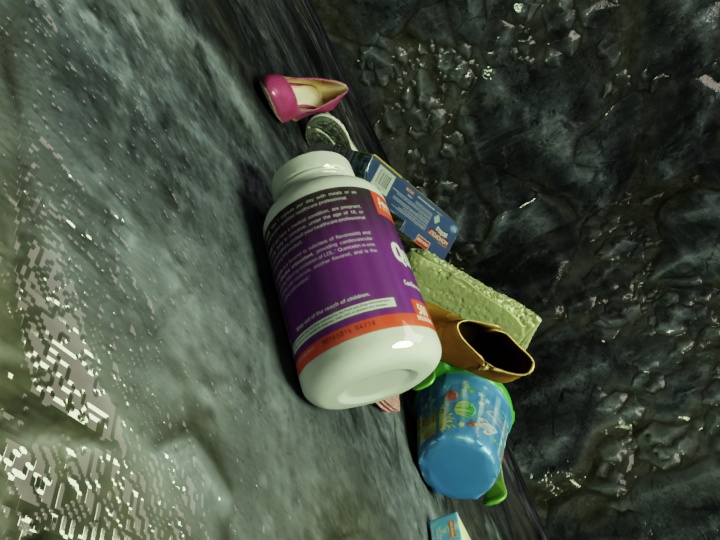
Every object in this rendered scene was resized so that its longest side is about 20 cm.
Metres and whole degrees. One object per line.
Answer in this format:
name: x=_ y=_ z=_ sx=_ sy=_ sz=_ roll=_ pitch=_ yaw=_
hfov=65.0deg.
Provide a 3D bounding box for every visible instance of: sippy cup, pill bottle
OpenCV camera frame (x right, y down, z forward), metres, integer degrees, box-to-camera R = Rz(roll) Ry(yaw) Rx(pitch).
sippy cup: x=0.127 y=0.212 z=0.722 sx=0.177 sy=0.141 sz=0.130 roll=26 pitch=24 yaw=3
pill bottle: x=-0.015 y=0.002 z=0.467 sx=0.112 sy=0.112 sz=0.201 roll=47 pitch=22 yaw=-61

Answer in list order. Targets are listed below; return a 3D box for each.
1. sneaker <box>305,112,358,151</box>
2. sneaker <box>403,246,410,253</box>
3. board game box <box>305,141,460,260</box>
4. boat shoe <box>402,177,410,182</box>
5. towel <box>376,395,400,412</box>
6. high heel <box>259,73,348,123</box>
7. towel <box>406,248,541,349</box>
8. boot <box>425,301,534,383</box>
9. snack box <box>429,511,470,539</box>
sneaker: x=-0.030 y=-0.192 z=0.957 sx=0.201 sy=0.074 sz=0.080 roll=57 pitch=8 yaw=-41
sneaker: x=0.082 y=0.045 z=0.996 sx=0.200 sy=0.076 sz=0.115 roll=-93 pitch=159 yaw=-56
board game box: x=0.010 y=-0.103 z=0.816 sx=0.199 sy=0.062 sz=0.199 roll=32 pitch=-5 yaw=-40
boat shoe: x=0.048 y=-0.084 z=0.955 sx=0.069 sy=0.056 sz=0.202 roll=96 pitch=4 yaw=-59
towel: x=0.010 y=0.042 z=0.623 sx=0.144 sy=0.023 sz=0.202 roll=52 pitch=33 yaw=-56
high heel: x=-0.073 y=-0.248 z=0.784 sx=0.068 sy=0.095 sz=0.200 roll=66 pitch=10 yaw=0
towel: x=0.127 y=0.071 z=0.768 sx=0.199 sy=0.149 sz=0.036 roll=31 pitch=27 yaw=9
boot: x=0.102 y=0.071 z=0.671 sx=0.200 sy=0.071 sz=0.144 roll=25 pitch=-12 yaw=9
snack box: x=0.112 y=0.352 z=0.545 sx=0.200 sy=0.037 sz=0.117 roll=-84 pitch=149 yaw=-70
